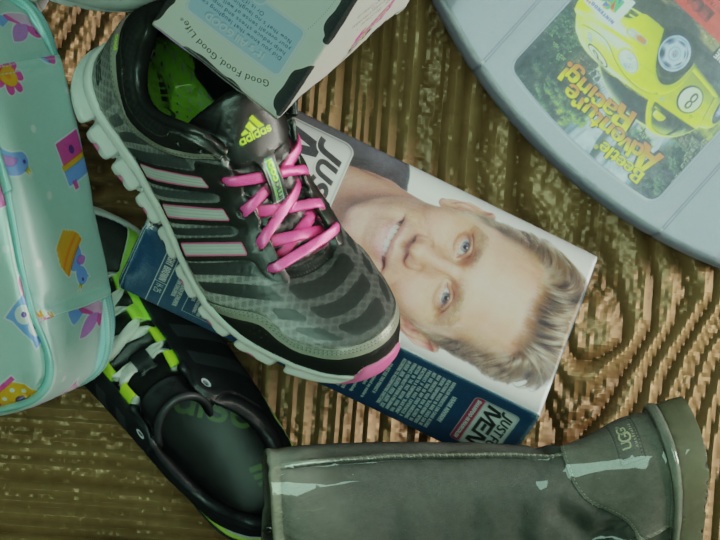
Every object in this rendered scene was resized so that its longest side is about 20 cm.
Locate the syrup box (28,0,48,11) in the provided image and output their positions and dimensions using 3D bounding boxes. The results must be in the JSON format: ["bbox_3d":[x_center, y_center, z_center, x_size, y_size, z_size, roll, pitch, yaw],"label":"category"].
[{"bbox_3d":[-0.138,-0.227,1.352,0.079,0.081,0.201,27,89,-5],"label":"syrup box"}]

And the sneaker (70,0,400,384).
[{"bbox_3d":[-0.050,-0.040,1.266,0.074,0.088,0.200,-30,74,-30],"label":"sneaker"}]

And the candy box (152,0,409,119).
[{"bbox_3d":[0.014,-0.183,1.241,0.071,0.168,0.200,36,119,3],"label":"candy box"}]

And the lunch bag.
[{"bbox_3d":[-0.204,-0.030,1.322,0.160,0.077,0.201,-11,94,29],"label":"lunch bag"}]

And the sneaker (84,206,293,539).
[{"bbox_3d":[-0.089,0.046,1.354,0.072,0.083,0.200,-43,93,-4],"label":"sneaker"}]

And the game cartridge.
[{"bbox_3d":[0.137,-0.100,1.396,0.200,0.041,0.133,42,91,-3],"label":"game cartridge"}]

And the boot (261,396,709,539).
[{"bbox_3d":[0.054,0.134,1.331,0.199,0.073,0.182,-14,130,-10],"label":"boot"}]

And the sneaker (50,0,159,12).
[{"bbox_3d":[-0.158,-0.182,1.266,0.200,0.088,0.082,34,88,-3],"label":"sneaker"}]

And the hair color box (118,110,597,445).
[{"bbox_3d":[0.000,0.000,1.351,0.199,0.061,0.100,26,55,-4],"label":"hair color box"}]
